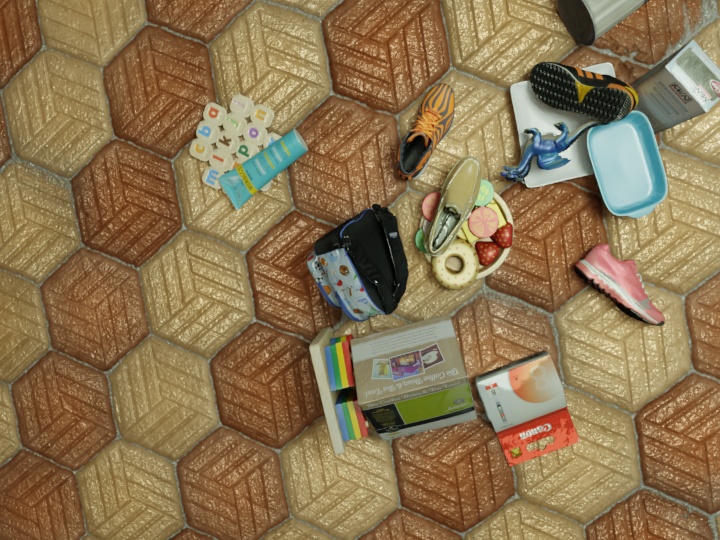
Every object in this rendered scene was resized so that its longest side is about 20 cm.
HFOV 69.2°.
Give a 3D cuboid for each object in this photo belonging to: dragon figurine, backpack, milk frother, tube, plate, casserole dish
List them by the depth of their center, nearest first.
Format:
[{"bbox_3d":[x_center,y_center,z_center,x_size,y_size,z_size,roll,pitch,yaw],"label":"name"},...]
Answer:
[{"bbox_3d":[0.444,-0.563,0.956,0.186,0.181,0.202,-33,47,8],"label":"milk frother"},{"bbox_3d":[0.360,-0.221,0.978,0.195,0.059,0.102,-7,97,15],"label":"dragon figurine"},{"bbox_3d":[0.493,-0.198,0.978,0.119,0.039,0.204,-18,93,7],"label":"casserole dish"},{"bbox_3d":[0.000,0.000,1.015,0.153,0.200,0.193,-25,99,39],"label":"backpack"},{"bbox_3d":[0.403,-0.279,1.017,0.195,0.032,0.205,-11,92,8],"label":"plate"},{"bbox_3d":[-0.201,-0.215,1.084,0.198,0.050,0.078,-33,84,12],"label":"tube"}]

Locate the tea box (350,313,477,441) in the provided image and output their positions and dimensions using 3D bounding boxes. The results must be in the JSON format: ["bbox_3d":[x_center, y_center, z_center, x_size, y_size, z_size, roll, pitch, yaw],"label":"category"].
[{"bbox_3d":[0.103,0.208,0.991,0.196,0.198,0.136,-15,52,7],"label":"tea box"}]

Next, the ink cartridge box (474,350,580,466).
[{"bbox_3d":[0.339,0.286,1.056,0.159,0.050,0.204,-22,88,8],"label":"ink cartridge box"}]

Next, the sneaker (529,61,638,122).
[{"bbox_3d":[0.412,-0.334,0.964,0.199,0.089,0.071,34,134,29],"label":"sneaker"}]

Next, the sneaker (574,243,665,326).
[{"bbox_3d":[0.516,0.026,1.004,0.199,0.074,0.087,39,96,3],"label":"sneaker"}]

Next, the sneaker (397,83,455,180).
[{"bbox_3d":[0.131,-0.271,1.011,0.076,0.112,0.204,22,96,5],"label":"sneaker"}]

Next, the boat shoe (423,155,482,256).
[{"bbox_3d":[0.179,-0.121,0.986,0.070,0.076,0.204,20,96,6],"label":"boat shoe"}]

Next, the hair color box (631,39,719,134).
[{"bbox_3d":[0.541,-0.310,0.912,0.061,0.200,0.099,-42,89,8],"label":"hair color box"}]

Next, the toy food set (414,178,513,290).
[{"bbox_3d":[0.208,-0.078,1.048,0.197,0.049,0.201,-28,90,9],"label":"toy food set"}]

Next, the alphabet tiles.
[{"bbox_3d":[-0.260,-0.262,1.111,0.192,0.015,0.204,25,97,2],"label":"alphabet tiles"}]

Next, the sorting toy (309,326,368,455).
[{"bbox_3d":[-0.032,0.219,1.023,0.068,0.200,0.204,-13,92,4],"label":"sorting toy"}]
